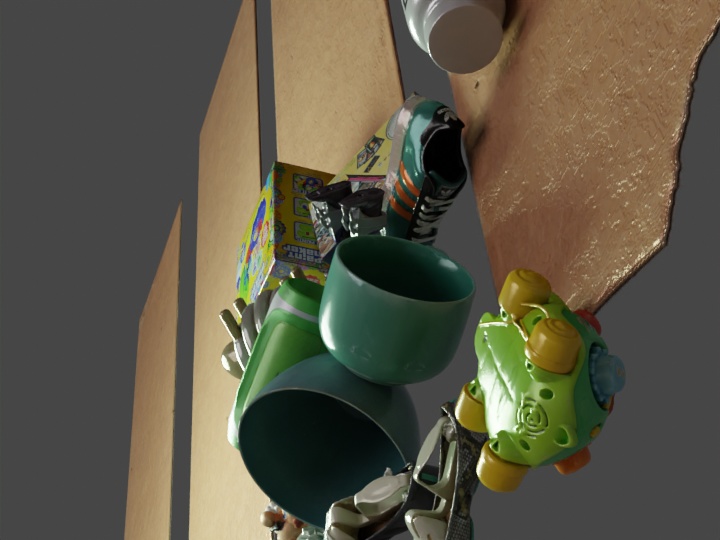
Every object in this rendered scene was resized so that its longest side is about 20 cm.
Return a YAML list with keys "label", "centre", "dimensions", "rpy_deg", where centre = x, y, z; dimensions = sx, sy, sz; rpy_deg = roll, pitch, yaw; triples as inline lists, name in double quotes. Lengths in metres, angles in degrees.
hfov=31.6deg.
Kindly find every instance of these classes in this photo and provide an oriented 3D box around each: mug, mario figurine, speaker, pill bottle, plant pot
- label: "mug"
  centre: [0.045, 0.047, 1.325]
  dimensions: [0.152, 0.183, 0.116]
  rpy_deg: [40, 122, 44]
- label: "mario figurine"
  centre: [-0.100, 0.357, 1.615]
  dimensions: [0.122, 0.105, 0.203]
  rpy_deg: [5, 91, 39]
- label: "speaker"
  centre: [-0.087, 0.114, 1.464]
  dimensions: [0.089, 0.088, 0.202]
  rpy_deg: [-122, 51, -67]
- label: "pill bottle"
  centre: [0.100, -0.305, 1.412]
  dimensions: [0.201, 0.110, 0.112]
  rpy_deg: [-99, 26, -50]
- label: "plant pot"
  centre: [-0.016, 0.166, 1.381]
  dimensions: [0.135, 0.199, 0.201]
  rpy_deg: [-56, -5, -48]

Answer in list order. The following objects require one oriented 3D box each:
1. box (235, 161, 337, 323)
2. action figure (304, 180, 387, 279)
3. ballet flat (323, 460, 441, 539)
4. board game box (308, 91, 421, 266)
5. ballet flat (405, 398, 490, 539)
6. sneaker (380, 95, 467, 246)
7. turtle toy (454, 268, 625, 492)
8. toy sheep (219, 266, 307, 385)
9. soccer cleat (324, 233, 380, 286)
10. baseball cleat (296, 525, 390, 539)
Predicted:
- label: "box"
  centre: [-0.098, -0.013, 1.854]
  dimensions: [0.201, 0.121, 0.194]
  rpy_deg: [118, 156, -43]
- label: "action figure"
  centre: [0.000, 0.000, 1.448]
  dimensions: [0.130, 0.069, 0.202]
  rpy_deg: [27, 136, 53]
- label: "ballet flat"
  centre: [0.009, 0.246, 1.290]
  dimensions: [0.199, 0.073, 0.074]
  rpy_deg: [-36, 40, 35]
- label: "board game box"
  centre: [0.021, -0.108, 1.537]
  dimensions: [0.200, 0.034, 0.136]
  rpy_deg: [-46, 28, 18]
- label: "ballet flat"
  centre: [0.077, 0.216, 1.195]
  dimensions: [0.072, 0.071, 0.203]
  rpy_deg: [-175, 97, -73]
- label: "sneaker"
  centre: [0.073, -0.087, 1.417]
  dimensions: [0.080, 0.071, 0.202]
  rpy_deg: [31, 125, 45]
- label: "turtle toy"
  centre: [0.144, 0.078, 1.008]
  dimensions: [0.201, 0.100, 0.147]
  rpy_deg: [-107, 32, -59]
- label: "toy sheep"
  centre: [-0.087, 0.076, 1.560]
  dimensions: [0.199, 0.138, 0.139]
  rpy_deg: [-27, 42, 22]
- label: "soccer cleat"
  centre: [0.007, 0.014, 1.566]
  dimensions: [0.201, 0.067, 0.082]
  rpy_deg: [-58, 38, 36]
- label: "baseball cleat"
  centre: [0.000, 0.339, 1.400]
  dimensions: [0.199, 0.069, 0.108]
  rpy_deg: [9, 119, 62]
